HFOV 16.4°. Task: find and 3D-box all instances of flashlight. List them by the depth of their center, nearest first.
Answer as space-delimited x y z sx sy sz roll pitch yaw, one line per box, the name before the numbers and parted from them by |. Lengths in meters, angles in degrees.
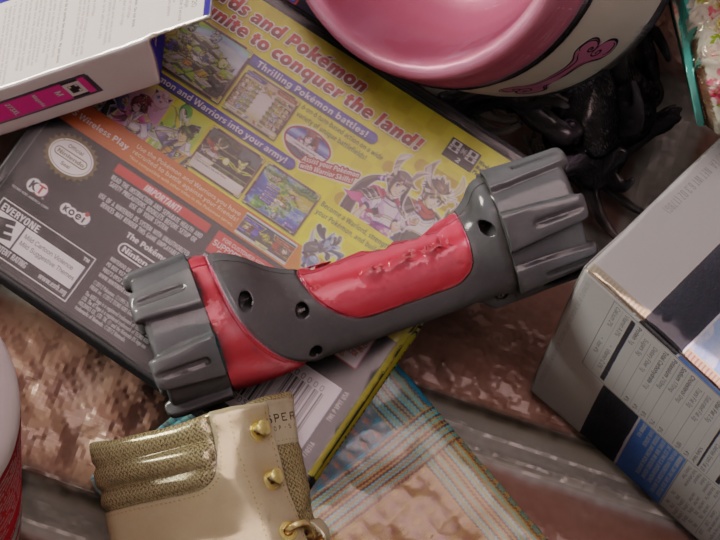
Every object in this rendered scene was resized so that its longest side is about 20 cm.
flashlight | 0.000 0.000 1.075 0.199 0.068 0.068 -21 81 -4

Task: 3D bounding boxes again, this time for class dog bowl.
dog bowl | 0.045 -0.170 1.093 0.074 0.200 0.200 -18 64 -50

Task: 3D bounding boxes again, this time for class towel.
towel | -0.003 0.122 1.113 0.146 0.022 0.200 -37 74 -20

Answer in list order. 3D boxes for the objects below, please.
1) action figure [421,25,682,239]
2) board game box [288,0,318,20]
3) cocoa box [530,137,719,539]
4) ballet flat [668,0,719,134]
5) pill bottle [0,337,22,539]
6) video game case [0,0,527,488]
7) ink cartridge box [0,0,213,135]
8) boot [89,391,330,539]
action figure | 0.088 -0.113 1.193 0.118 0.102 0.201 -22 104 -38
board game box | -0.063 -0.173 1.225 0.199 0.057 0.166 31 64 7
cocoa box | 0.198 0.009 1.130 0.131 0.134 0.200 42 67 13
ballet flat | 0.165 -0.128 1.124 0.064 0.076 0.201 -16 39 6
pill bottle | -0.193 0.071 1.012 0.111 0.200 0.113 3 64 -7
video game case | -0.054 -0.030 1.131 0.199 0.026 0.181 33 78 9
ink cartridge box | -0.140 -0.116 1.133 0.199 0.037 0.095 -17 52 28
boot | -0.013 0.127 1.044 0.199 0.073 0.157 -9 81 11
